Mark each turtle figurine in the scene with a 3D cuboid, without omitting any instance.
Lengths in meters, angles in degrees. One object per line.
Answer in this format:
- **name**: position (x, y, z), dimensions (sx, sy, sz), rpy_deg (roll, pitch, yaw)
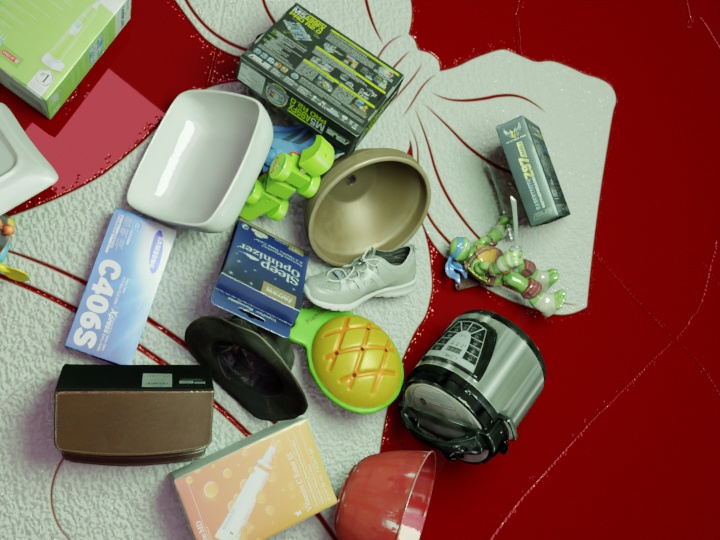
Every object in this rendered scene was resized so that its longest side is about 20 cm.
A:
- **turtle figurine**: position (0.248, -0.033, 1.283), dimensions (0.192, 0.144, 0.203), rpy_deg (31, 85, -18)

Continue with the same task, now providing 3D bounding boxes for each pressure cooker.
- **pressure cooker**: position (0.159, 0.181, 1.195), dimensions (0.178, 0.176, 0.200), rpy_deg (42, 60, 6)

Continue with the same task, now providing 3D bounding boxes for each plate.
- **plate**: position (-0.519, -0.130, 1.059), dimensions (0.198, 0.033, 0.200), rpy_deg (-34, 58, -19)

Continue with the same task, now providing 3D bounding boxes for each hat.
- **hat**: position (-0.143, 0.116, 1.140), dimensions (0.200, 0.200, 0.081), rpy_deg (41, 51, -8)

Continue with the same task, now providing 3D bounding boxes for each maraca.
- **maraca**: position (-0.021, 0.119, 1.204), dimensions (0.136, 0.108, 0.201), rpy_deg (-34, 75, -30)

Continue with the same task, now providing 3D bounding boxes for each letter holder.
- **letter holder**: position (-0.298, 0.209, 1.085), dimensions (0.195, 0.101, 0.146), rpy_deg (2, 102, -15)

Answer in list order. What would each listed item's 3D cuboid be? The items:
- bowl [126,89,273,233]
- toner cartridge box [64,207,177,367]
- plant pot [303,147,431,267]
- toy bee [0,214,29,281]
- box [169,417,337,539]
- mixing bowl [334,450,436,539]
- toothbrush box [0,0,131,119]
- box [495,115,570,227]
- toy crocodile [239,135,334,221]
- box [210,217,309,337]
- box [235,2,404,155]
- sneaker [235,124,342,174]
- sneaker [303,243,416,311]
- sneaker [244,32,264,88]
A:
- **bowl**: position (-0.214, -0.146, 1.150), dimensions (0.074, 0.197, 0.203), rpy_deg (37, 73, -50)
- **toner cartridge box**: position (-0.334, 0.025, 1.147), dimensions (0.093, 0.043, 0.205), rpy_deg (20, 77, -16)
- **plant pot**: position (-0.001, -0.110, 1.223), dimensions (0.196, 0.204, 0.093), rpy_deg (-15, 47, -19)
- **toy bee**: position (-0.492, -0.039, 1.062), dimensions (0.129, 0.108, 0.206), rpy_deg (4, 92, -36)
- **box**: position (-0.150, 0.302, 1.138), dimensions (0.196, 0.097, 0.127), rpy_deg (-22, 89, -19)
- **mixing bowl**: position (0.028, 0.339, 1.158), dimensions (0.106, 0.200, 0.205), rpy_deg (13, 76, 16)
- **toothbrush box**: position (-0.435, -0.343, 1.143), dimensions (0.144, 0.086, 0.202), rpy_deg (34, 75, -10)
- **box**: position (0.275, -0.153, 1.290), dimensions (0.050, 0.199, 0.161), rpy_deg (-20, 88, 19)
- **toy crocodile**: position (-0.115, -0.126, 1.165), dimensions (0.067, 0.198, 0.063), rpy_deg (25, 52, -33)
- **box**: position (-0.135, 0.006, 1.147), dimensions (0.119, 0.201, 0.033), rpy_deg (27, 118, -13)
- **box**: position (-0.055, -0.275, 1.167), dimensions (0.198, 0.044, 0.161), rpy_deg (33, 52, 1)
- **sneaker**: position (-0.099, -0.173, 1.209), dimensions (0.195, 0.066, 0.081), rpy_deg (1, 74, 10)
- **sneaker**: position (0.000, 0.000, 1.222), dimensions (0.196, 0.075, 0.084), rpy_deg (-14, 129, -33)
- **sneaker**: position (-0.097, -0.271, 1.237), dimensions (0.144, 0.077, 0.206), rpy_deg (-18, 79, -30)
